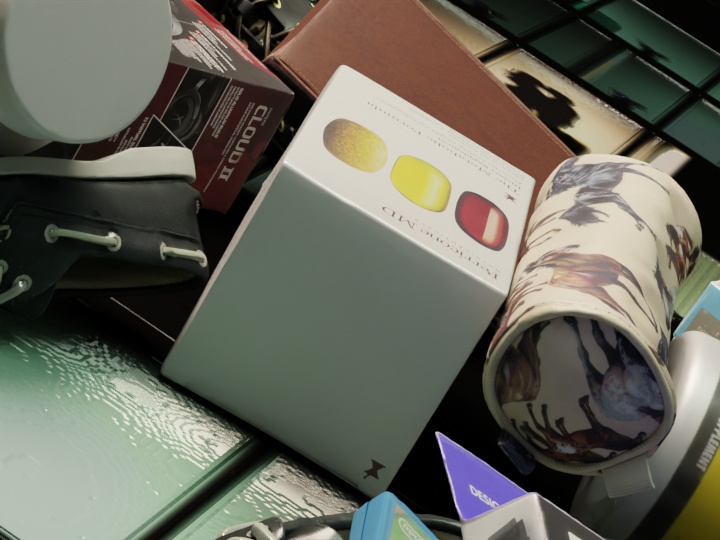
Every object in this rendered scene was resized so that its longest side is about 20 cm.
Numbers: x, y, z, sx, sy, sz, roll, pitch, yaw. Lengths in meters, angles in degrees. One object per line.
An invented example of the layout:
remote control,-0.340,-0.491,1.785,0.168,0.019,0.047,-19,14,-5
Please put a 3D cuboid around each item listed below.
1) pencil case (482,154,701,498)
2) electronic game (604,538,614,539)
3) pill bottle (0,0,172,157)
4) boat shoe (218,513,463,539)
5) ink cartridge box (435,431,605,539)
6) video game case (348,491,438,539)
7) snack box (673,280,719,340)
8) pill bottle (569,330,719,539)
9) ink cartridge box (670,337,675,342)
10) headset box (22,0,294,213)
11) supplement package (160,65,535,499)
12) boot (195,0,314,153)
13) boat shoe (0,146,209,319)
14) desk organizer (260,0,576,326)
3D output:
pencil case,0.103,0.017,1.183,0.078,0.090,0.200,-9,21,14
electronic game,0.127,0.176,1.056,0.200,0.042,0.200,31,24,-15
pill bottle,-0.169,-0.105,1.107,0.112,0.112,0.200,15,-1,-44
boat shoe,-0.024,0.111,0.922,0.076,0.060,0.200,40,19,26
ink cartridge box,0.115,0.158,0.924,0.198,0.043,0.200,36,27,-34
video game case,0.040,0.170,0.835,0.143,0.018,0.200,48,23,-17
snack box,0.245,0.049,1.394,0.116,0.037,0.200,40,19,20
pill bottle,0.203,0.122,1.220,0.200,0.114,0.114,30,17,-6
ink cartridge box,0.192,0.085,1.383,0.116,0.068,0.200,33,16,5
headset box,-0.141,-0.107,1.336,0.200,0.077,0.149,12,26,-50
supplement package,0.000,0.000,1.218,0.114,0.110,0.200,30,17,-3
boot,-0.053,-0.129,1.468,0.203,0.073,0.154,37,-8,40
boat shoe,-0.134,-0.011,1.091,0.200,0.076,0.060,-10,83,-44
desk organizer,0.042,-0.061,1.403,0.200,0.077,0.072,44,-13,-7
